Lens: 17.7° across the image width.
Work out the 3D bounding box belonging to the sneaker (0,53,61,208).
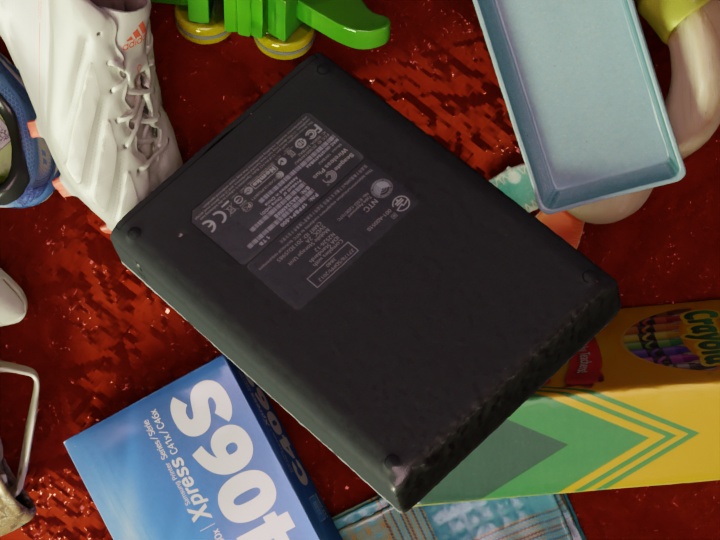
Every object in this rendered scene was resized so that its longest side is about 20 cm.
[{"bbox_3d":[-0.217,-0.107,1.087,0.200,0.089,0.079,44,97,-7],"label":"sneaker"}]

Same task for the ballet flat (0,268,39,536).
[{"bbox_3d":[-0.192,0.039,1.131,0.065,0.071,0.201,-7,108,-9],"label":"ballet flat"}]

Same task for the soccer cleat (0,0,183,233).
[{"bbox_3d":[-0.121,-0.095,1.073,0.077,0.069,0.200,-14,121,25],"label":"soccer cleat"}]

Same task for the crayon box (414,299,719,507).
[{"bbox_3d":[0.119,0.059,1.092,0.199,0.127,0.051,-5,105,1],"label":"crayon box"}]

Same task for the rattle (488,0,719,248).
[{"bbox_3d":[0.130,-0.091,1.116,0.130,0.143,0.201,18,126,15],"label":"rattle"}]

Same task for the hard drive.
[{"bbox_3d":[0.000,0.000,1.053,0.140,0.033,0.200,-42,59,-15],"label":"hard drive"}]

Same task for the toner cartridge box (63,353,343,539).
[{"bbox_3d":[-0.056,0.149,1.134,0.095,0.043,0.200,-29,87,10],"label":"toner cartridge box"}]

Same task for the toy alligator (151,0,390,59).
[{"bbox_3d":[-0.079,-0.148,1.100,0.199,0.059,0.054,12,56,6],"label":"toy alligator"}]

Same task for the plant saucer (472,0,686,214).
[{"bbox_3d":[0.084,-0.127,1.019,0.070,0.019,0.201,-14,104,18],"label":"plant saucer"}]

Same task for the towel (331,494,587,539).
[{"bbox_3d":[0.029,0.183,1.171,0.199,0.022,0.147,-25,98,6],"label":"towel"}]
